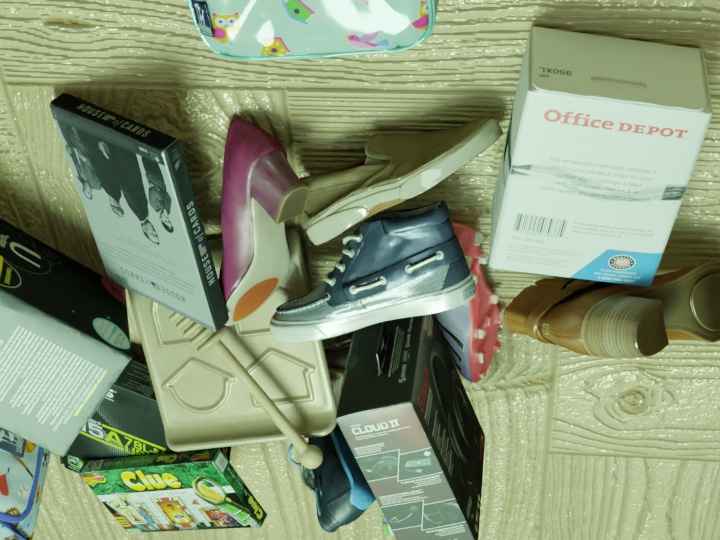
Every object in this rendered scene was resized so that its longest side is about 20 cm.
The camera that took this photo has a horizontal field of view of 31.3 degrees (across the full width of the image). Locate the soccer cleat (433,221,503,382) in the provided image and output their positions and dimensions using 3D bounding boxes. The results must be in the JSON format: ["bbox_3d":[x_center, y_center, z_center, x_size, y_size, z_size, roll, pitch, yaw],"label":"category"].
[{"bbox_3d":[0.088,0.029,1.222,0.076,0.067,0.201,14,143,26],"label":"soccer cleat"}]

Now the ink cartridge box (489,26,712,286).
[{"bbox_3d":[0.191,-0.090,1.057,0.143,0.085,0.201,7,138,0],"label":"ink cartridge box"}]

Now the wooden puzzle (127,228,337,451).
[{"bbox_3d":[-0.123,0.067,1.252,0.183,0.046,0.203,-8,101,16],"label":"wooden puzzle"}]

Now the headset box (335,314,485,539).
[{"bbox_3d":[0.048,0.137,1.179,0.076,0.149,0.201,-13,122,17],"label":"headset box"}]

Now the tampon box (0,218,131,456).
[{"bbox_3d":[-0.332,0.050,1.208,0.199,0.150,0.127,31,105,-24],"label":"tampon box"}]

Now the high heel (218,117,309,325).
[{"bbox_3d":[-0.106,-0.040,1.160,0.067,0.096,0.201,-17,147,-42],"label":"high heel"}]

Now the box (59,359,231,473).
[{"bbox_3d":[-0.236,0.177,1.391,0.198,0.048,0.194,21,139,9],"label":"box"}]

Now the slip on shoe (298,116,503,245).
[{"bbox_3d":[0.027,-0.090,1.101,0.199,0.076,0.061,-27,95,29],"label":"slip on shoe"}]

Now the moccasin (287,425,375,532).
[{"bbox_3d":[-0.037,0.196,1.313,0.080,0.200,0.068,43,97,-14],"label":"moccasin"}]

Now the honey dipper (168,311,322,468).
[{"bbox_3d":[-0.103,0.108,1.217,0.200,0.038,0.038,49,127,-6],"label":"honey dipper"}]

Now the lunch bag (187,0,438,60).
[{"bbox_3d":[-0.043,-0.237,0.941,0.197,0.078,0.161,-1,136,9],"label":"lunch bag"}]

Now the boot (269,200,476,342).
[{"bbox_3d":[0.000,0.000,1.144,0.198,0.073,0.091,-14,104,19],"label":"boot"}]

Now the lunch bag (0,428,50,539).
[{"bbox_3d":[-0.389,0.188,1.340,0.122,0.172,0.201,4,154,0],"label":"lunch bag"}]

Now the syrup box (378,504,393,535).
[{"bbox_3d":[0.057,0.200,1.385,0.080,0.079,0.201,-1,136,10],"label":"syrup box"}]

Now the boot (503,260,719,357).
[{"bbox_3d":[0.241,0.027,1.175,0.154,0.199,0.075,6,103,47],"label":"boot"}]

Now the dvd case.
[{"bbox_3d":[-0.194,-0.049,1.134,0.149,0.025,0.202,24,141,34],"label":"dvd case"}]

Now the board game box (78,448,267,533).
[{"bbox_3d":[-0.205,0.241,1.388,0.198,0.024,0.105,-11,123,34],"label":"board game box"}]

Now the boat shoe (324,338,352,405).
[{"bbox_3d":[-0.004,0.102,1.297,0.198,0.071,0.071,-10,124,15],"label":"boat shoe"}]
